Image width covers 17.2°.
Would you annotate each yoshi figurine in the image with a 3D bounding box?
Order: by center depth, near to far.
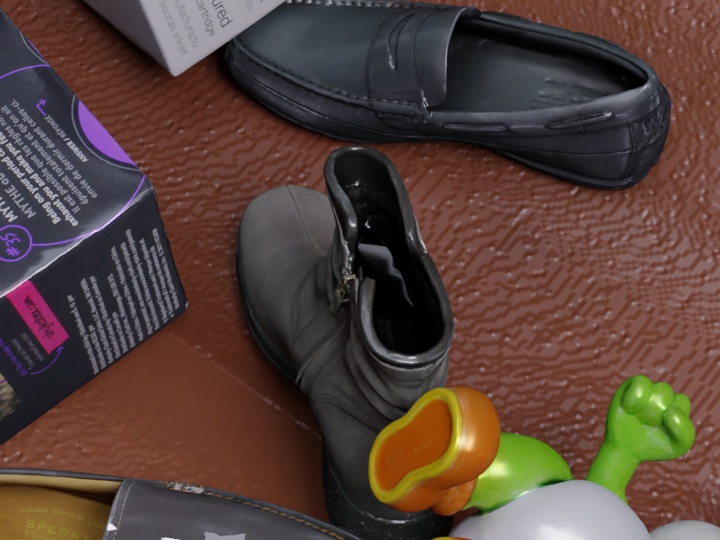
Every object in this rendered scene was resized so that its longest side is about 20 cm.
[{"bbox_3d":[0.105,0.106,0.839,0.113,0.199,0.112,-61,34,11],"label":"yoshi figurine"}]

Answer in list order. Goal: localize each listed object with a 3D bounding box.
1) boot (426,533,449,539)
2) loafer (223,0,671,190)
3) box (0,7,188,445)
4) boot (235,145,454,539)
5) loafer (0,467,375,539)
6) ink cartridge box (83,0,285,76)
[{"bbox_3d":[-0.007,0.200,0.870,0.186,0.064,0.200,-22,58,-7],"label":"boot"},{"bbox_3d":[0.036,-0.089,1.022,0.200,0.070,0.068,14,61,13],"label":"loafer"},{"bbox_3d":[-0.187,0.009,0.963,0.200,0.106,0.122,-35,64,-15],"label":"box"},{"bbox_3d":[0.000,0.000,0.922,0.067,0.131,0.200,-10,43,-13],"label":"boot"},{"bbox_3d":[-0.079,0.112,0.887,0.199,0.072,0.073,0,63,25],"label":"loafer"},{"bbox_3d":[-0.059,-0.218,1.041,0.200,0.148,0.145,-36,45,-14],"label":"ink cartridge box"}]
